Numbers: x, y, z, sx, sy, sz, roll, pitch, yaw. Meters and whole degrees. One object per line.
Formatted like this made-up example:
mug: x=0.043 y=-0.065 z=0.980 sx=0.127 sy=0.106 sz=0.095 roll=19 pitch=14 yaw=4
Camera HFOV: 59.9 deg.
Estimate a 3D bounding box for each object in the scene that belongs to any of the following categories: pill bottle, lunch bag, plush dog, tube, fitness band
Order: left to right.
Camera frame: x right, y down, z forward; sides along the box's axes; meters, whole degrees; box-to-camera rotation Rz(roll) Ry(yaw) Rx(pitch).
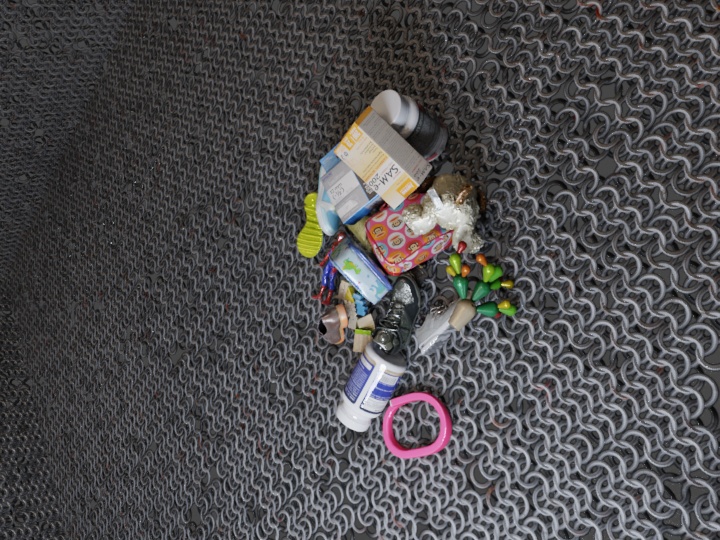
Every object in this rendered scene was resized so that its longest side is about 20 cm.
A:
tube: x=-0.014 y=-0.136 z=1.691 sx=0.200 sy=0.051 sz=0.059 roll=44 pitch=139 yaw=34
lunch bag: x=0.000 y=0.000 z=1.542 sx=0.082 sy=0.200 sz=0.161 roll=-42 pitch=99 yaw=0
pill bottle: x=0.023 y=0.288 z=1.543 sx=0.115 sy=0.114 sz=0.203 roll=40 pitch=109 yaw=37
lunch bag: x=0.110 y=-0.104 z=1.489 sx=0.197 sy=0.082 sz=0.178 roll=-29 pitch=64 yaw=-6
pill bottle: x=0.115 y=-0.346 z=1.498 sx=0.112 sy=0.198 sz=0.117 roll=-12 pitch=70 yaw=36
fitness band: x=0.130 y=0.368 z=1.487 sx=0.198 sy=0.037 sz=0.147 roll=-24 pitch=68 yaw=38
plush dog: x=0.205 y=-0.159 z=1.400 sx=0.173 sy=0.196 sz=0.163 roll=-75 pitch=6 yaw=-55

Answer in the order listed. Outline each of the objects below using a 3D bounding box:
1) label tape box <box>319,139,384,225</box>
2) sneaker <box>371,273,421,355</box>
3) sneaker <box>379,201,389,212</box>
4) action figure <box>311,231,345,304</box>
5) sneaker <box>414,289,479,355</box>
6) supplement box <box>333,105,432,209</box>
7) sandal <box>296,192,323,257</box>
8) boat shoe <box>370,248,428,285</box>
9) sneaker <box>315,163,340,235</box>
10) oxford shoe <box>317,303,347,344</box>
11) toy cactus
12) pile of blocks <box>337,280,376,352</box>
label tape box: x=-0.024 y=-0.238 z=1.557 sx=0.142 sy=0.066 sz=0.203 roll=-35 pitch=76 yaw=25
sneaker: x=0.084 y=0.114 z=1.470 sx=0.075 sy=0.114 sz=0.204 roll=22 pitch=118 yaw=22
sneaker: x=0.078 y=-0.147 z=1.591 sx=0.202 sy=0.078 sz=0.095 roll=-57 pitch=15 yaw=0
action figure: x=-0.080 y=-0.010 z=1.730 sx=0.065 sy=0.051 sz=0.204 roll=26 pitch=99 yaw=44
sneaker: x=0.190 y=0.107 z=1.447 sx=0.200 sy=0.074 sz=0.083 roll=-48 pitch=57 yaw=26
supplement box: x=0.049 y=-0.254 z=1.425 sx=0.199 sy=0.074 sz=0.126 roll=42 pitch=147 yaw=-6
sandal: x=-0.127 y=-0.133 z=1.776 sx=0.078 sy=0.087 sz=0.204 roll=20 pitch=116 yaw=6
boat shoe: x=0.095 y=-0.015 z=1.564 sx=0.060 sy=0.073 sz=0.201 roll=-32 pitch=38 yaw=-15
sneaker: x=-0.048 y=-0.198 z=1.645 sx=0.128 sy=0.079 sz=0.206 roll=-4 pitch=84 yaw=38
oxford shoe: x=-0.081 y=0.146 z=1.630 sx=0.201 sy=0.071 sz=0.073 roll=103 pitch=148 yaw=-62
toy cactus: x=0.243 y=0.050 z=1.345 sx=0.166 sy=0.199 sz=0.102 roll=-51 pitch=24 yaw=-5
pile of blocks: x=0.005 y=0.118 z=1.622 sx=0.081 sy=0.062 sz=0.205 roll=-21 pitch=81 yaw=25
